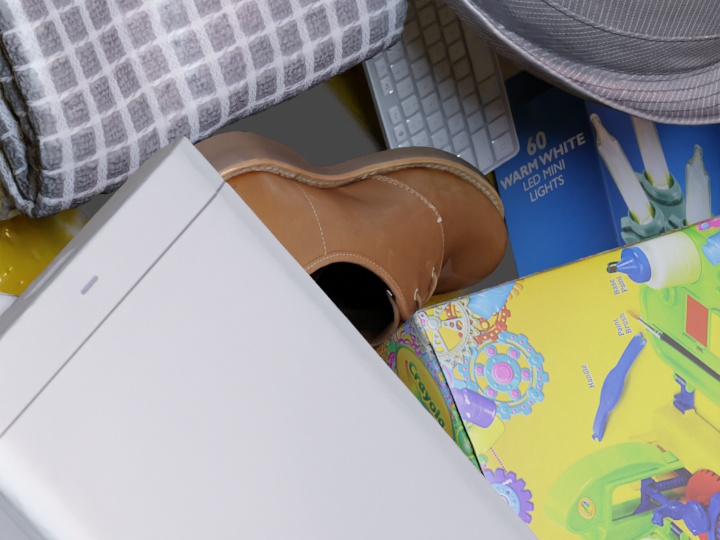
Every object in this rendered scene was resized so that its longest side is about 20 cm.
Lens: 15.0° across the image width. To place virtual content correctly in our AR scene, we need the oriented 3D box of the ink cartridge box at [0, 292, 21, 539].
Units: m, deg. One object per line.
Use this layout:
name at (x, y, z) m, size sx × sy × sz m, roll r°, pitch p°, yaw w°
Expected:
ink cartridge box at (-0.097, 0.090, 0.821) m, size 0.200 × 0.084 × 0.145 m, roll 10°, pitch 60°, yaw -42°

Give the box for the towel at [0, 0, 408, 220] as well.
towel at (-0.086, -0.136, 0.910) m, size 0.165 × 0.085 × 0.200 m, roll -30°, pitch 106°, yaw -30°

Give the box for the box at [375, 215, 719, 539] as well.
box at (0.117, 0.096, 0.962) m, size 0.192 × 0.122 × 0.200 m, roll -16°, pitch 78°, yaw -24°

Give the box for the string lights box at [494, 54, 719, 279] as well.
string lights box at (0.114, -0.013, 1.131) m, size 0.103 × 0.059 × 0.201 m, roll 10°, pitch 60°, yaw -43°

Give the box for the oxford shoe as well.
oxford shoe at (0.000, 0.000, 0.971) m, size 0.071 × 0.071 × 0.200 m, roll 51°, pitch 26°, yaw 22°

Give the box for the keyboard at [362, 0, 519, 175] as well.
keyboard at (0.018, -0.111, 1.030) m, size 0.056 × 0.011 × 0.200 m, roll -29°, pitch 129°, yaw -16°

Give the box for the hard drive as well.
hard drive at (-0.025, 0.075, 0.803) m, size 0.200 × 0.027 × 0.132 m, roll 49°, pitch 50°, yaw -12°

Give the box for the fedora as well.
fedora at (0.106, -0.145, 0.952) m, size 0.200 × 0.090 × 0.177 m, roll 11°, pitch 63°, yaw -29°
